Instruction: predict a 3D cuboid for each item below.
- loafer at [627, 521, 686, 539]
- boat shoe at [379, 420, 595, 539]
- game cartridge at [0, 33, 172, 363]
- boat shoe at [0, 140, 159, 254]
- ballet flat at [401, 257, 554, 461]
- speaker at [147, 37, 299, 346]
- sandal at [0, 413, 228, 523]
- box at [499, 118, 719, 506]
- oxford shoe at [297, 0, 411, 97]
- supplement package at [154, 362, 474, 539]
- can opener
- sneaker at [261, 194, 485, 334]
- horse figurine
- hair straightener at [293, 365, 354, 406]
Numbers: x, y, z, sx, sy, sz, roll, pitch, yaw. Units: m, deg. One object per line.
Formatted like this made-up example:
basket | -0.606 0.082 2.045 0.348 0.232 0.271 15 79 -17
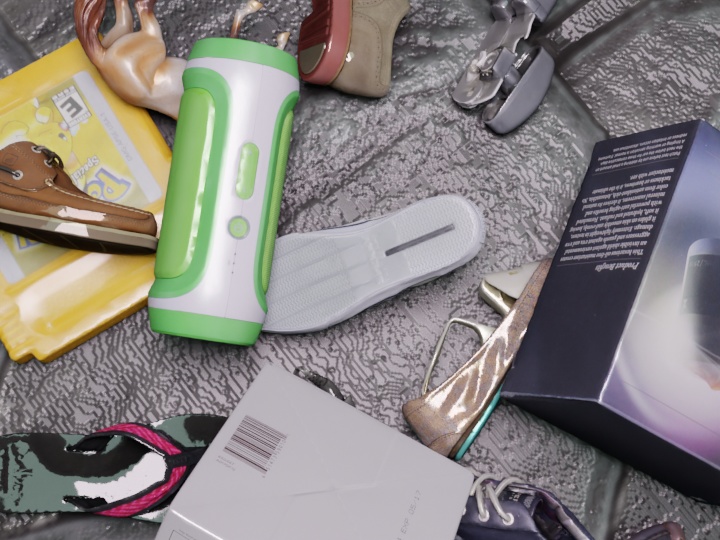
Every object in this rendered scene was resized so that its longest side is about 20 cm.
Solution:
loafer | 0.245 0.268 0.803 0.063 0.072 0.201 -29 78 -14
boat shoe | 0.071 0.154 0.786 0.200 0.093 0.075 41 40 -7
game cartridge | -0.220 -0.053 0.863 0.176 0.032 0.201 -31 80 -10
boat shoe | -0.234 -0.058 0.812 0.199 0.072 0.068 11 79 -2
ballet flat | 0.101 0.043 0.846 0.067 0.068 0.200 37 76 12
speaker | -0.094 -0.052 0.807 0.088 0.088 0.202 8 86 -2
sandal | -0.169 0.140 0.814 0.198 0.045 0.076 -3 77 -5
box | 0.233 0.038 0.795 0.199 0.123 0.199 28 77 -21
oxford shoe | 0.003 -0.226 0.910 0.074 0.070 0.201 18 73 -27
supplement package | -0.051 0.198 0.707 0.150 0.201 0.152 28 32 3
can opener | 0.139 -0.200 0.919 0.067 0.053 0.201 38 75 -28
sneaker | 0.000 0.000 0.849 0.199 0.071 0.074 -15 82 14
horse figurine | -0.133 -0.155 0.862 0.199 0.050 0.133 27 78 -28
hair straightener | -0.012 0.163 0.821 0.077 0.041 0.201 -23 81 -9
